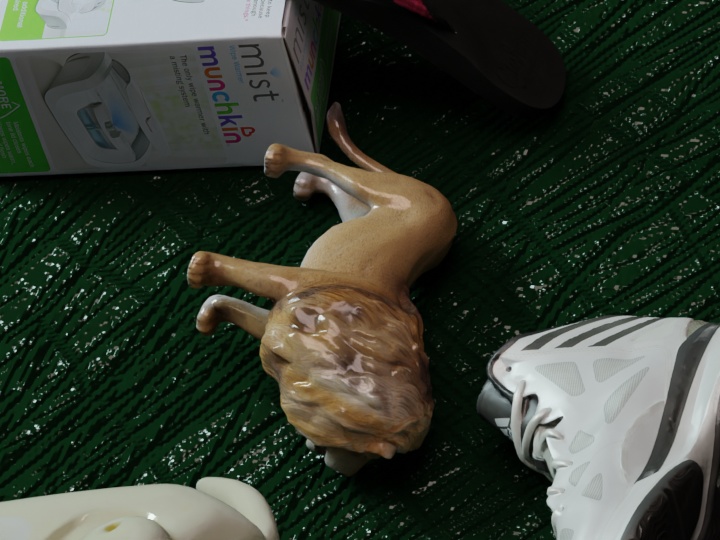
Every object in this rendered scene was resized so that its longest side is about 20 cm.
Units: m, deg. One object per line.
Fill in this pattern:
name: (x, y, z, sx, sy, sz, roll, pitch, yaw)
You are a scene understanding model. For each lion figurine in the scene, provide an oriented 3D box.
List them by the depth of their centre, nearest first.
lion figurine: (0.000, 0.000, 1.231, 0.122, 0.073, 0.200, 15, 50, 16)

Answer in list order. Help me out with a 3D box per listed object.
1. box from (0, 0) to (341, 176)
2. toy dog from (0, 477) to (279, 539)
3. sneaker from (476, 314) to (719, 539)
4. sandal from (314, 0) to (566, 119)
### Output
box: (-0.101, -0.154, 1.372, 0.176, 0.097, 0.200, -2, 48, 11)
toy dog: (-0.147, 0.133, 1.104, 0.200, 0.140, 0.194, 9, 50, 23)
sneaker: (0.093, 0.093, 1.136, 0.115, 0.076, 0.201, 6, 42, 30)
sandal: (0.022, -0.146, 1.293, 0.200, 0.045, 0.075, 31, 48, -13)
